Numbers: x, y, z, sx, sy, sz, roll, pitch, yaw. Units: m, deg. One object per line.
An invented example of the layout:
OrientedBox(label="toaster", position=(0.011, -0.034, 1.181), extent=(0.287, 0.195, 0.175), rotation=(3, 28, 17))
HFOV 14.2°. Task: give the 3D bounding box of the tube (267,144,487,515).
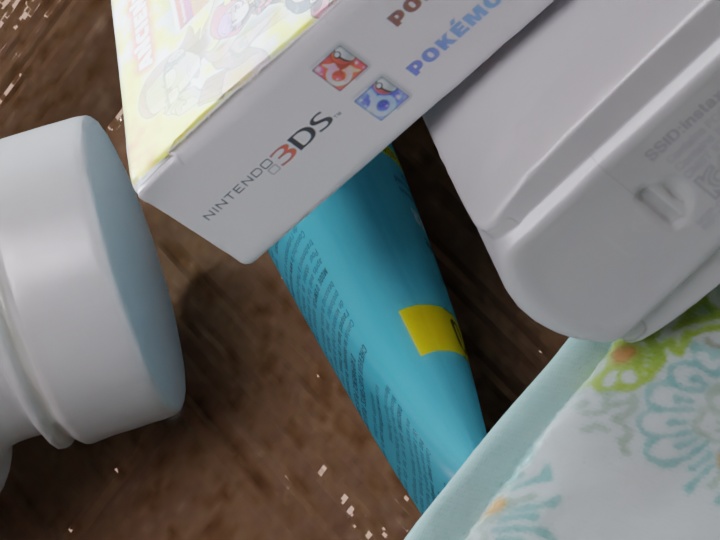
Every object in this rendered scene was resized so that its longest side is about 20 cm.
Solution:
OrientedBox(label="tube", position=(0.000, 0.000, 0.784), extent=(0.050, 0.078, 0.200), rotation=(-24, 59, -2))

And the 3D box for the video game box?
OrientedBox(label="video game box", position=(0.010, -0.125, 0.726), extent=(0.182, 0.047, 0.200), rotation=(-38, 36, 22))

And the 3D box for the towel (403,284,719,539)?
OrientedBox(label="towel", position=(0.104, 0.066, 0.651), extent=(0.171, 0.048, 0.200), rotation=(16, 54, 36))

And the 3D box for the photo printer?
OrientedBox(label="photo printer", position=(0.076, -0.098, 0.724), extent=(0.166, 0.069, 0.200), rotation=(-43, 35, 16))

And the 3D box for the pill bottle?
OrientedBox(label="pill bottle", position=(-0.157, 0.027, 0.823), extent=(0.199, 0.114, 0.115), rotation=(-17, 66, 5))
